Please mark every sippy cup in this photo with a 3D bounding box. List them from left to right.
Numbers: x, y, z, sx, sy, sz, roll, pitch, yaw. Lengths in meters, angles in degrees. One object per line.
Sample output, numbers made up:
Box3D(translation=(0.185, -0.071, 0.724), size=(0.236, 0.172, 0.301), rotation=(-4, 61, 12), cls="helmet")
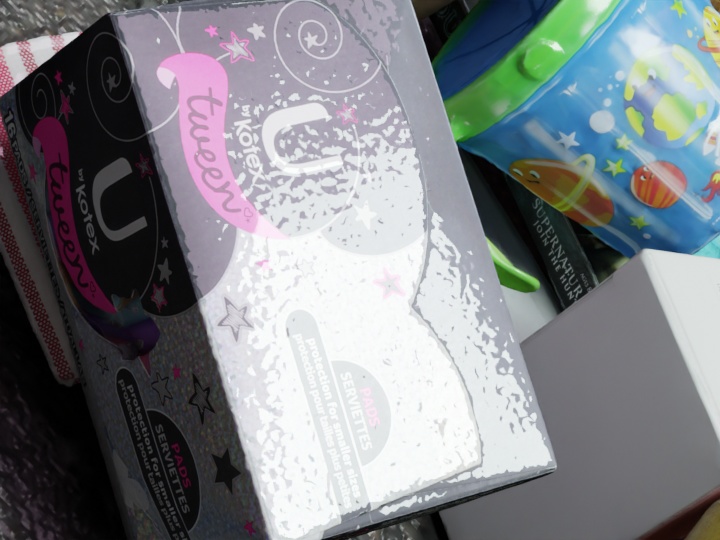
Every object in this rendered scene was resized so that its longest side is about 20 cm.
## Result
Box3D(translation=(0.115, -0.075, 1.140), size=(0.130, 0.178, 0.140), rotation=(41, 22, -13), cls="sippy cup")

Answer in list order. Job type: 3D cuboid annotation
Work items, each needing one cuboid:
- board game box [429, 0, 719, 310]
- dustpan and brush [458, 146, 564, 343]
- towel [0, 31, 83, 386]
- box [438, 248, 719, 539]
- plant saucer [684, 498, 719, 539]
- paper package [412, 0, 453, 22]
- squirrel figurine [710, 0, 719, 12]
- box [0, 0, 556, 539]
Box3D(translation=(0.121, -0.061, 1.242), size=(0.135, 0.028, 0.200), rotation=(-4, 59, -38), cls="board game box")
Box3D(translation=(0.000, 0.000, 1.131), size=(0.200, 0.057, 0.140), rotation=(3, 51, -55), cls="dustpan and brush")
Box3D(translation=(-0.065, -0.036, 1.063), size=(0.200, 0.030, 0.146), rotation=(-13, 70, -33), cls="towel")
Box3D(translation=(0.150, 0.081, 1.139), size=(0.200, 0.152, 0.106), rotation=(6, 55, -46), cls="box")
Box3D(translation=(0.122, 0.188, 1.006), size=(0.048, 0.200, 0.200), rotation=(20, 43, 26), cls="plant saucer")
Box3D(translation=(0.018, -0.217, 1.202), size=(0.103, 0.191, 0.200), rotation=(37, 40, -31), cls="paper package")
Box3D(translation=(0.142, -0.231, 1.413), size=(0.187, 0.200, 0.142), rotation=(34, 67, 32), cls="squirrel figurine")
Box3D(translation=(-0.034, 0.004, 0.966), size=(0.132, 0.115, 0.200), rotation=(-13, 83, -33), cls="box")
